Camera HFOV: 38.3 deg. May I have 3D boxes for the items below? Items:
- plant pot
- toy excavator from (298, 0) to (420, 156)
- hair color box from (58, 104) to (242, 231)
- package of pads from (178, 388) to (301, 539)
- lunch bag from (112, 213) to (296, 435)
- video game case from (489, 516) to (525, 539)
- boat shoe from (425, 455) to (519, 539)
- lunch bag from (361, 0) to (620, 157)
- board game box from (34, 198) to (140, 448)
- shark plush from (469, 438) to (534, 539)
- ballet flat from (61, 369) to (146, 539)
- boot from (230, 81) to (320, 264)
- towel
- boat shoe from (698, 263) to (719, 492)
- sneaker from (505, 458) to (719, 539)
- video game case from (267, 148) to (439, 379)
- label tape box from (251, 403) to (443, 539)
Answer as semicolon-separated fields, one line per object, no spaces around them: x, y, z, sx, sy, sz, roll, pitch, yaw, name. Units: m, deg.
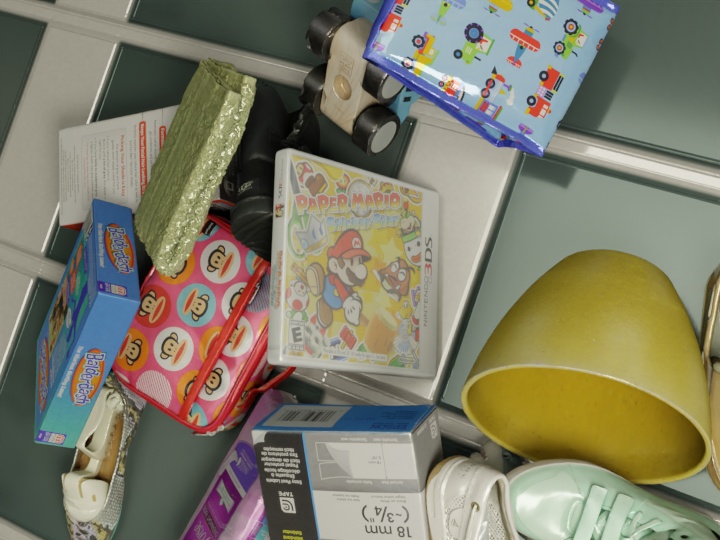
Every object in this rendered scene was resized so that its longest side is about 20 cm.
0.197;0.069;0.860;0.199;0.200;0.143;6;58;23;plant pot
0.049;-0.237;1.011;0.100;0.200;0.195;38;140;22;toy excavator
-0.224;-0.108;1.114;0.199;0.064;0.112;-7;79;22;hair color box
-0.096;0.222;0.973;0.201;0.075;0.120;-59;23;3;package of pads
-0.140;0.059;1.045;0.176;0.082;0.201;30;94;20;lunch bag
0.087;0.281;0.896;0.200;0.022;0.183;38;126;24;video game case
0.099;0.247;0.805;0.069;0.071;0.201;1;106;52;boat shoe
0.103;-0.216;0.922;0.151;0.199;0.094;-62;24;1;lunch bag
-0.277;0.053;1.039;0.200;0.045;0.152;-59;31;29;board game box
0.155;0.238;0.897;0.083;0.091;0.200;-27;57;-27;shark plush
-0.278;0.198;1.079;0.072;0.072;0.201;12;86;23;ballet flat
-0.047;-0.068;0.999;0.076;0.200;0.169;-23;47;29;boot
-0.160;-0.103;0.989;0.201;0.036;0.148;-65;27;10;towel
0.307;0.089;0.856;0.071;0.076;0.201;-6;79;21;boat shoe
0.209;0.205;0.816;0.199;0.118;0.074;15;93;0;sneaker
0.000;0.000;0.934;0.023;0.199;0.183;-8;77;44;video game case
0.000;0.215;0.863;0.143;0.063;0.201;-3;103;23;label tape box
